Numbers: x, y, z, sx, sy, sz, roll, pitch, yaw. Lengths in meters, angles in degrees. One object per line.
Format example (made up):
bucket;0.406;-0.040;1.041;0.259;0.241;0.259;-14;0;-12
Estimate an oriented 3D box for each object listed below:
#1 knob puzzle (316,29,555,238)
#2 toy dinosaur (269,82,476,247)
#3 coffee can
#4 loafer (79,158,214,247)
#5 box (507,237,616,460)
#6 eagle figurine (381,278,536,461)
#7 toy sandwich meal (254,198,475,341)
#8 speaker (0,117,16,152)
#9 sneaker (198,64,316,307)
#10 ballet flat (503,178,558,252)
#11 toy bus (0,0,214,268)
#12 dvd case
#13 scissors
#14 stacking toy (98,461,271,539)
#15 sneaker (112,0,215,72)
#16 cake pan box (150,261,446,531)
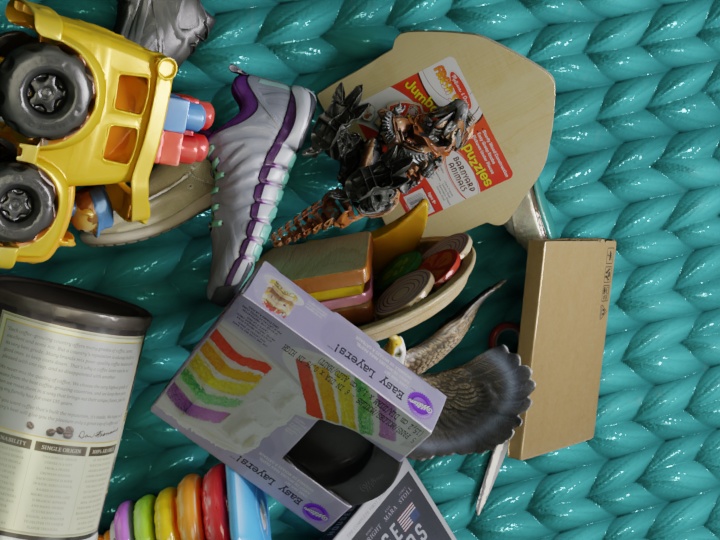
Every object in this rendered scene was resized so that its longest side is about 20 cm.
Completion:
knob puzzle;0.087;-0.132;1.222;0.219;0.030;0.220;4;110;10
toy dinosaur;0.013;-0.082;1.161;0.102;0.136;0.200;33;85;19
coffee can;-0.270;0.117;1.126;0.146;0.146;0.201;13;93;-16
loafer;-0.160;-0.079;1.174;0.200;0.076;0.068;-26;101;-20
box;0.190;0.069;1.256;0.163;0.021;0.201;-2;100;-57
eagle figurine;0.047;0.095;1.205;0.199;0.151;0.152;-7;88;-7
toy sandwich meal;0.000;0.000;1.165;0.205;0.205;0.070;-26;110;-11
speaker;-0.345;-0.082;1.118;0.200;0.081;0.081;-37;104;-9
sneaker;-0.109;-0.072;1.131;0.087;0.074;0.201;21;79;-6
ballet flat;0.139;-0.092;1.264;0.062;0.067;0.201;-14;97;15
toy bus;-0.211;-0.095;1.054;0.192;0.136;0.201;11;99;-29
dvd case;0.046;0.299;1.257;0.150;0.025;0.200;-44;109;-42
scissors;0.154;0.143;1.311;0.073;0.014;0.201;3;94;-17
stacking toy;-0.182;0.240;1.198;0.199;0.110;0.116;-12;142;3
sneaker;-0.174;-0.198;1.155;0.091;0.076;0.201;9;97;-23
cake pan box;-0.052;0.113;1.118;0.200;0.184;0.052;37;42;-7
